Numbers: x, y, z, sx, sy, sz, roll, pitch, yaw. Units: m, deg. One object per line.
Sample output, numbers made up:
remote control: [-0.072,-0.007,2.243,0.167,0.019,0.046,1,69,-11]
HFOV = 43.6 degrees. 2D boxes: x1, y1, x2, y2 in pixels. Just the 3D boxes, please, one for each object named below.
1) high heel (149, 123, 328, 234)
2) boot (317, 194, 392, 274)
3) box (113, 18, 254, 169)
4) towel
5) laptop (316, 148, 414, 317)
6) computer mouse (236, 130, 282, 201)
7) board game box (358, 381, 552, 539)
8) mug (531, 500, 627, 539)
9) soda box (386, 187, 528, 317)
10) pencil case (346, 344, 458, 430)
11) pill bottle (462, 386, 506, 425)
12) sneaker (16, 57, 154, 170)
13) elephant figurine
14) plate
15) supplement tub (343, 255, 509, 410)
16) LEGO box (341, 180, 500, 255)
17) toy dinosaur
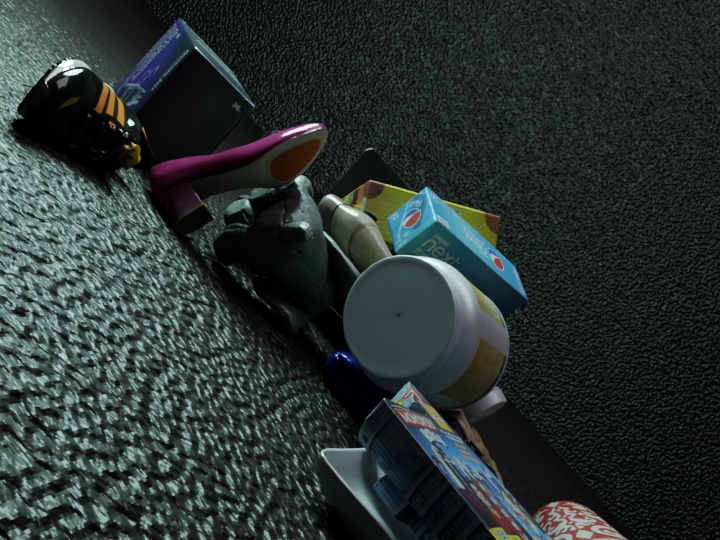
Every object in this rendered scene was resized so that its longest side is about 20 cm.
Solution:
high heel: [-0.135,-0.126,0.977,0.097,0.197,0.068,55,-12,31]
boot: [0.000,0.000,1.108,0.146,0.070,0.202,48,-25,23]
box: [-0.232,-0.216,1.146,0.104,0.148,0.200,42,6,-29]
towel: [0.026,0.149,1.059,0.147,0.050,0.200,41,4,8]
laptop: [-0.004,-0.049,1.366,0.177,0.199,0.104,45,44,-11]
computer mouse: [-0.121,-0.085,1.067,0.058,0.202,0.034,26,46,3]
board game box: [0.063,0.172,0.713,0.200,0.062,0.200,48,5,28]
mug: [0.240,0.354,0.987,0.130,0.182,0.200,9,1,0]
soda box: [0.122,-0.012,1.111,0.199,0.067,0.065,37,27,-36]
pencil case: [0.068,0.141,1.250,0.200,0.088,0.088,47,5,3]
pill bottle: [0.113,0.099,1.174,0.203,0.110,0.111,63,11,20]
sneaker: [-0.246,-0.137,0.852,0.090,0.070,0.200,43,3,-1]
elephant figurine: [-0.066,0.003,1.034,0.202,0.139,0.157,61,25,-32]
plate: [0.050,0.226,0.711,0.200,0.032,0.199,49,6,19]
supplement tub: [0.073,0.069,0.973,0.145,0.145,0.200,48,7,26]
LEGO box: [0.072,-0.051,1.252,0.196,0.079,0.149,14,-10,-15]
toy dinosaur: [0.150,0.243,1.095,0.102,0.057,0.203,-84,153,-59]
